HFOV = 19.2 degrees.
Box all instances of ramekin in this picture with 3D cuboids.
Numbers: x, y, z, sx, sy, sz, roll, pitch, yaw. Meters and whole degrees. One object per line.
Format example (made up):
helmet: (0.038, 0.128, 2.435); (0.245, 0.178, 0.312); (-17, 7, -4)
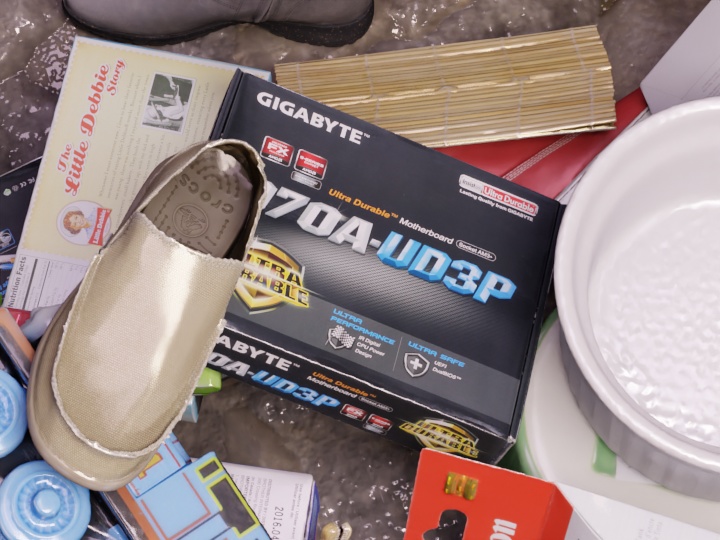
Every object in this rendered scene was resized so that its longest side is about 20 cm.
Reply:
ramekin: (0.194, 0.021, 1.086); (0.199, 0.098, 0.202); (0, 68, 0)
ramekin: (0.169, 0.093, 1.162); (0.198, 0.098, 0.201); (0, 68, 0)

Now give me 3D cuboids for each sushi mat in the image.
sushi mat: (0.047, -0.101, 1.233); (0.198, 0.012, 0.096); (-6, 39, 5)

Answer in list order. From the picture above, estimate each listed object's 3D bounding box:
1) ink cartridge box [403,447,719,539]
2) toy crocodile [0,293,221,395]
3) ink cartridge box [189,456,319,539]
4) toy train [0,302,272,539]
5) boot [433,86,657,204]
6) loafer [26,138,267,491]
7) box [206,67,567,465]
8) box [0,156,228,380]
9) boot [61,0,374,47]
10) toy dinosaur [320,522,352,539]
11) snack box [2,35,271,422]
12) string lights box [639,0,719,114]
ink cartridge box: (0.112, 0.179, 1.095); (0.199, 0.161, 0.047); (16, 50, 7)
toy crocodile: (-0.170, 0.042, 1.102); (0.198, 0.062, 0.068); (4, 74, 1)
ink cartridge box: (-0.097, 0.171, 1.108); (0.198, 0.076, 0.137); (7, 69, 5)
toy train: (-0.131, 0.104, 1.032); (0.114, 0.087, 0.201); (-32, 83, -26)
boot: (0.098, -0.084, 1.251); (0.200, 0.072, 0.144); (-42, 72, -11)
loafer: (-0.098, 0.010, 1.004); (0.075, 0.068, 0.201); (26, 55, -10)
box: (0.000, 0.000, 1.123); (0.199, 0.046, 0.160); (22, 55, -8)
box: (-0.134, 0.000, 1.222); (0.199, 0.046, 0.160); (-26, 72, -9)
boot: (-0.085, -0.192, 1.260); (0.198, 0.132, 0.070); (-1, 69, 0)
toy dinosaur: (0.023, 0.219, 1.094); (0.101, 0.058, 0.201); (-17, 91, -26)
snack box: (-0.125, -0.025, 1.178); (0.115, 0.037, 0.201); (11, 71, 4)
string lights box: (0.271, -0.117, 1.206); (0.199, 0.103, 0.059); (-8, 66, -29)
